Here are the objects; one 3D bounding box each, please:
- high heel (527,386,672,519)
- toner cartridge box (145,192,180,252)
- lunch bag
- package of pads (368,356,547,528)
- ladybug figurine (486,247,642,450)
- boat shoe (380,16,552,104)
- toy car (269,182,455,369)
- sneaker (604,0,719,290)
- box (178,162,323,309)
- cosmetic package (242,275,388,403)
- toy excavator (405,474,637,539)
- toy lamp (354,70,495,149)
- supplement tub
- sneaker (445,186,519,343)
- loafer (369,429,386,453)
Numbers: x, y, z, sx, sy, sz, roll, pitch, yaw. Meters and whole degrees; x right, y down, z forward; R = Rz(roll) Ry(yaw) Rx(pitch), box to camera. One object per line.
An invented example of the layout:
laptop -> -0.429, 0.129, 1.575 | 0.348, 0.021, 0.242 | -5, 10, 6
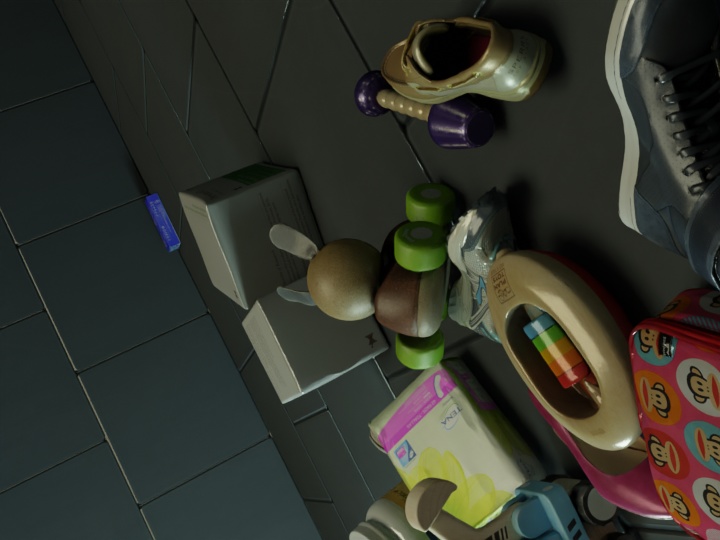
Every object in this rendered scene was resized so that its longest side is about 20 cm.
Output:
high heel -> 0.225, 0.147, 0.711 | 0.096, 0.067, 0.200 | 62, 176, -24
toner cartridge box -> -0.706, -0.170, 2.718 | 0.200, 0.043, 0.095 | 64, 161, 1
lunch bag -> 0.283, 0.119, 0.520 | 0.176, 0.082, 0.200 | 20, 134, 58
package of pads -> 0.121, 0.226, 0.963 | 0.155, 0.068, 0.200 | -48, 61, 24
ladybug figurine -> 0.188, 0.060, 0.676 | 0.200, 0.072, 0.136 | 59, 153, 8
boat shoe -> 0.073, -0.187, 0.655 | 0.200, 0.066, 0.074 | 16, 89, 56
toy car -> 0.000, 0.000, 0.853 | 0.158, 0.200, 0.164 | -71, -17, -53
sneaker -> 0.213, -0.073, 0.437 | 0.146, 0.077, 0.202 | 58, 172, 50
box -> -0.190, -0.068, 1.342 | 0.199, 0.171, 0.200 | 23, 135, 61
cosmetic package -> -0.082, 0.109, 1.291 | 0.167, 0.167, 0.200 | 63, 159, 6
toy excavator -> 0.170, 0.278, 0.804 | 0.195, 0.200, 0.100 | 64, 160, 2
toy lamp -> 0.063, -0.162, 0.766 | 0.200, 0.058, 0.058 | 40, 149, 55
supplement tub -> 0.098, 0.352, 1.052 | 0.144, 0.200, 0.145 | 39, 146, 33
sneaker -> 0.142, 0.001, 0.760 | 0.086, 0.078, 0.200 | 37, 155, 30
loafer -> 0.084, 0.273, 1.236 | 0.200, 0.072, 0.063 | 20, 115, 55
